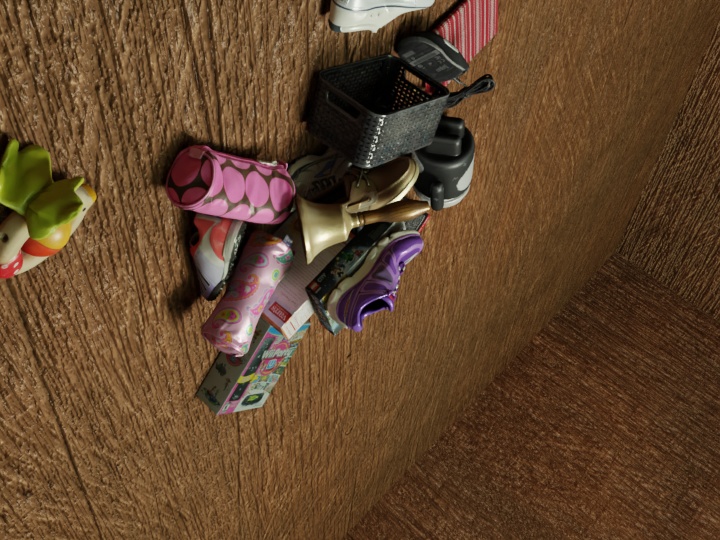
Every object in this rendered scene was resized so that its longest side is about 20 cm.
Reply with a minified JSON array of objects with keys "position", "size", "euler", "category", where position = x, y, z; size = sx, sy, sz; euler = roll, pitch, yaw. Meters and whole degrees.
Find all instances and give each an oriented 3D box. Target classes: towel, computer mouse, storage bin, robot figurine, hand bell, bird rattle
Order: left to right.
[{"position":[-0.364,-0.035,0.924],"size":[0.201,0.112,0.163],"euler":[-56,173,15],"category":"bird rattle"},{"position":[0.007,-0.078,1.257],"size":[0.197,0.105,0.105],"euler":[-10,146,-6],"category":"hand bell"},{"position":[0.028,-0.250,1.299],"size":[0.199,0.135,0.094],"euler":[-28,147,-44],"category":"storage bin"},{"position":[0.123,-0.346,1.429],"size":[0.198,0.140,0.047],"euler":[21,65,-34],"category":"computer mouse"},{"position":[0.161,-0.210,1.622],"size":[0.150,0.125,0.201],"euler":[-35,152,-19],"category":"robot figurine"},{"position":[0.179,-0.420,1.492],"size":[0.200,0.022,0.145],"euler":[-47,155,-18],"category":"towel"}]

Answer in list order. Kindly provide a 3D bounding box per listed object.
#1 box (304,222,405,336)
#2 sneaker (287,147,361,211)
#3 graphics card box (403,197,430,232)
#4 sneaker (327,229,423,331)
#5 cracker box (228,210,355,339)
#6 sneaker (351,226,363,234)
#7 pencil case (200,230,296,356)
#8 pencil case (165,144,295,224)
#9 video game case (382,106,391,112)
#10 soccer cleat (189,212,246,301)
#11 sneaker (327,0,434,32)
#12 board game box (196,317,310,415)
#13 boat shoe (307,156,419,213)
[{"position":[0.000,0.000,1.386],"size":[0.200,0.038,0.137],"euler":[-46,155,-16],"category":"box"},{"position":[-0.054,-0.147,1.359],"size":[0.199,0.085,0.078],"euler":[-39,154,-28],"category":"sneaker"},{"position":[0.063,-0.093,1.702],"size":[0.126,0.051,0.200],"euler":[-55,158,6],"category":"graphics card box"},{"position":[0.037,0.021,1.334],"size":[0.200,0.083,0.081],"euler":[-47,154,-16],"category":"sneaker"},{"position":[-0.105,-0.004,1.405],"size":[0.200,0.134,0.058],"euler":[-46,156,-13],"category":"cracker box"},{"position":[-0.002,-0.101,1.533],"size":[0.078,0.079,0.202],"euler":[-26,143,-45],"category":"sneaker"},{"position":[-0.175,0.035,1.321],"size":[0.202,0.087,0.088],"euler":[-64,161,-20],"category":"pencil case"},{"position":[-0.176,-0.121,1.166],"size":[0.199,0.090,0.095],"euler":[2,116,-60],"category":"pencil case"},{"position":[0.040,-0.176,1.465],"size":[0.201,0.018,0.144],"euler":[90,7,-50],"category":"video game case"},{"position":[-0.225,-0.022,1.259],"size":[0.200,0.072,0.069],"euler":[122,-11,-56],"category":"soccer cleat"},{"position":[0.027,-0.385,1.209],"size":[0.199,0.073,0.071],"euler":[-18,150,-40],"category":"sneaker"},{"position":[-0.197,0.165,1.563],"size":[0.201,0.064,0.147],"euler":[-59,156,13],"category":"board game box"},{"position":[-0.002,-0.122,1.303],"size":[0.199,0.072,0.065],"euler":[-32,134,9],"category":"boat shoe"}]
